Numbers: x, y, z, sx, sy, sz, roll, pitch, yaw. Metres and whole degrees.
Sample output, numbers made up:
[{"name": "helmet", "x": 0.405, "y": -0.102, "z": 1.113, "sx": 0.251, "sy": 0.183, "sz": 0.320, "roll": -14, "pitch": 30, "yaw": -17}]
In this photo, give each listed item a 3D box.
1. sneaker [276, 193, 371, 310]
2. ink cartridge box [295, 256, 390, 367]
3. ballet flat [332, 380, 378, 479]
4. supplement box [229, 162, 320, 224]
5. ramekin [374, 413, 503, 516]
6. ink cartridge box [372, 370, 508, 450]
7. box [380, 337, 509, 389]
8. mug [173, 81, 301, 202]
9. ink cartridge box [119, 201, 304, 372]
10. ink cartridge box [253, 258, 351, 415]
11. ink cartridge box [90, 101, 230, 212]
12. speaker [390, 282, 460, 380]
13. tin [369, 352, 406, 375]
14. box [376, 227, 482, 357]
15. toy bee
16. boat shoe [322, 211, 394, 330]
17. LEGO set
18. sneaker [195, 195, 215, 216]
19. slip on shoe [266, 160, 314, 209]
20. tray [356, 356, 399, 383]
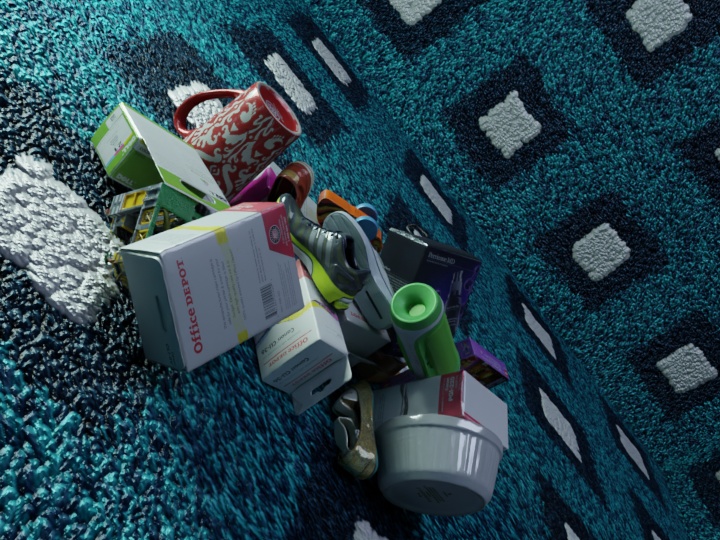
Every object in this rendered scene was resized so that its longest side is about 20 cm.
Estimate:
[{"name": "sneaker", "x": -0.055, "y": -0.041, "z": 1.151, "sx": 0.200, "sy": 0.081, "sz": 0.074, "roll": 54, "pitch": 16, "yaw": 10}, {"name": "ink cartridge box", "x": -0.053, "y": 0.071, "z": 1.252, "sx": 0.128, "sy": 0.125, "sz": 0.201, "roll": 30, "pitch": 31, "yaw": -49}, {"name": "ballet flat", "x": -0.013, "y": 0.232, "z": 1.180, "sx": 0.071, "sy": 0.071, "sz": 0.201, "roll": 44, "pitch": 21, "yaw": -28}, {"name": "supplement box", "x": -0.132, "y": -0.085, "z": 1.367, "sx": 0.200, "sy": 0.103, "sz": 0.101, "roll": 45, "pitch": 22, "yaw": -30}, {"name": "ramekin", "x": 0.116, "y": 0.305, "z": 1.169, "sx": 0.202, "sy": 0.201, "sz": 0.095, "roll": 40, "pitch": 45, "yaw": -37}, {"name": "ink cartridge box", "x": 0.119, "y": 0.244, "z": 1.239, "sx": 0.146, "sy": 0.199, "sz": 0.085, "roll": 40, "pitch": 43, "yaw": -38}, {"name": "box", "x": 0.156, "y": 0.206, "z": 1.414, "sx": 0.137, "sy": 0.199, "sz": 0.039, "roll": 36, "pitch": 32, "yaw": -43}, {"name": "mug", "x": -0.217, "y": -0.217, "z": 1.235, "sx": 0.178, "sy": 0.200, "sz": 0.134, "roll": 50, "pitch": 20, "yaw": -12}, {"name": "ink cartridge box", "x": -0.174, "y": 0.012, "z": 0.925, "sx": 0.200, "sy": 0.083, "sz": 0.146, "roll": -28, "pitch": 116, "yaw": -46}, {"name": "ink cartridge box", "x": -0.093, "y": 0.097, "z": 1.125, "sx": 0.067, "sy": 0.116, "sz": 0.201, "roll": 35, "pitch": 26, "yaw": -43}, {"name": "ink cartridge box", "x": -0.274, "y": -0.127, "z": 1.071, "sx": 0.148, "sy": 0.076, "sz": 0.200, "roll": 31, "pitch": 18, "yaw": -50}, {"name": "speaker", "x": 0.104, "y": 0.108, "z": 1.201, "sx": 0.201, "sy": 0.088, "sz": 0.089, "roll": 68, "pitch": 3, "yaw": -48}, {"name": "tin", "x": 0.059, "y": 0.133, "z": 1.452, "sx": 0.112, "sy": 0.042, "sz": 0.200, "roll": 53, "pitch": 18, "yaw": 7}, {"name": "box", "x": 0.098, "y": 0.045, "z": 1.316, "sx": 0.147, "sy": 0.201, "sz": 0.104, "roll": 12, "pitch": 11, "yaw": -40}, {"name": "toy bee", "x": 0.001, "y": -0.057, "z": 1.366, "sx": 0.199, "sy": 0.109, "sz": 0.131, "roll": 32, "pitch": 28, "yaw": 7}, {"name": "boat shoe", "x": 0.000, "y": 0.000, "z": 1.215, "sx": 0.201, "sy": 0.073, "sz": 0.067, "roll": 67, "pitch": 17, "yaw": -2}, {"name": "LEGO set", "x": -0.257, "y": -0.019, "z": 0.996, "sx": 0.200, "sy": 0.115, "sz": 0.155, "roll": 24, "pitch": 64, "yaw": -50}, {"name": "sneaker", "x": -0.197, "y": -0.046, "z": 1.168, "sx": 0.082, "sy": 0.075, "sz": 0.201, "roll": -7, "pitch": 62, "yaw": -59}, {"name": "slip on shoe", "x": -0.134, "y": -0.086, "z": 1.251, "sx": 0.074, "sy": 0.201, "sz": 0.061, "roll": 33, "pitch": 32, "yaw": 13}, {"name": "tray", "x": -0.002, "y": 0.117, "z": 1.442, "sx": 0.098, "sy": 0.037, "sz": 0.201, "roll": 21, "pitch": 39, "yaw": -59}]
